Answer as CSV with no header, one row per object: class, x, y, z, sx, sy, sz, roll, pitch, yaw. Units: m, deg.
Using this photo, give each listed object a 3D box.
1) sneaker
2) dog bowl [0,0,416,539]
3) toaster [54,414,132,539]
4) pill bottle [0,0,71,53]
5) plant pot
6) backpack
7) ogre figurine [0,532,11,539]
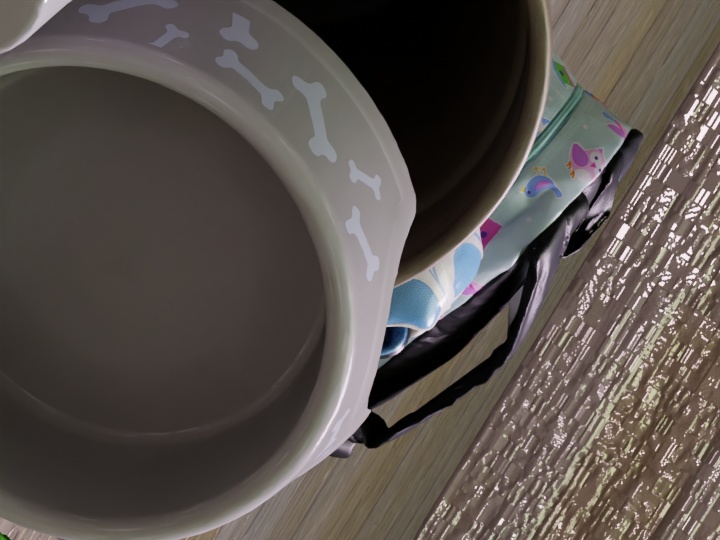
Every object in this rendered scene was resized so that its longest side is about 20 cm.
sneaker,0.000,0.000,1.162,0.200,0.072,0.073,146,-42,-79
dog bowl,-0.082,0.000,0.969,0.200,0.200,0.059,-61,180,24
toaster,-0.116,0.025,1.133,0.114,0.129,0.200,-60,171,14
pill bottle,-0.070,-0.155,0.832,0.200,0.114,0.114,-50,168,-38
plant pot,-0.026,-0.111,1.048,0.200,0.200,0.174,-62,-175,26
backpack,0.030,-0.026,1.318,0.167,0.127,0.200,-56,-172,-34
ogre figurine,-0.199,0.115,1.092,0.120,0.098,0.200,-46,161,-7
